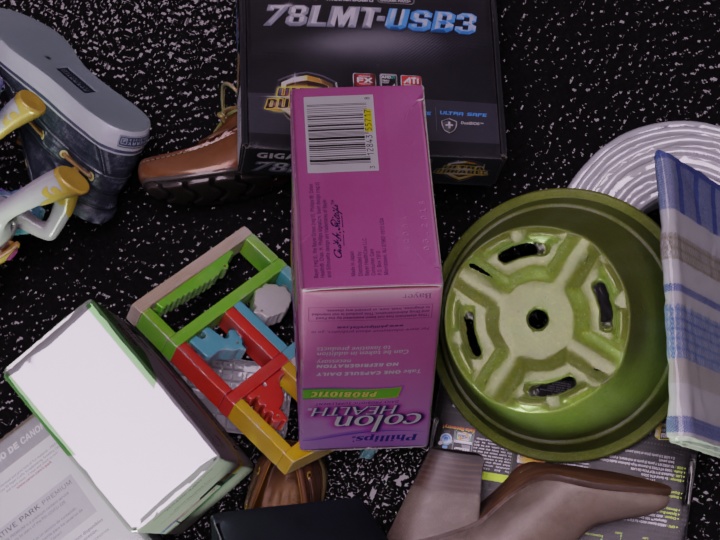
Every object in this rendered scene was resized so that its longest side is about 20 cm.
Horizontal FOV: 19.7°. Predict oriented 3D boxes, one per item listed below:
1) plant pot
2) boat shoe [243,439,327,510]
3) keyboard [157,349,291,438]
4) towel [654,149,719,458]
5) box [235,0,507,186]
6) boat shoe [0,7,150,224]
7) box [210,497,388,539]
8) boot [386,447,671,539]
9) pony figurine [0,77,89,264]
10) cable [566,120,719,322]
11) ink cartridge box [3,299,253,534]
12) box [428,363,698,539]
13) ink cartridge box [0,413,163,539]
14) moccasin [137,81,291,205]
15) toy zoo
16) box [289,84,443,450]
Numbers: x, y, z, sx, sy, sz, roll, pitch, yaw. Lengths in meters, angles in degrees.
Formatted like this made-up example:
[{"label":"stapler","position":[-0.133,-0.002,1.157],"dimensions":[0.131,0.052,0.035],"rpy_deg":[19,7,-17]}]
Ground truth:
[{"label":"plant pot","position":[0.130,0.034,1.419],"dimensions":[0.199,0.190,0.201],"rpy_deg":[-1,87,12]},{"label":"boat shoe","position":[-0.067,0.222,1.526],"dimensions":[0.072,0.068,0.201],"rpy_deg":[6,80,7]},{"label":"keyboard","position":[-0.151,0.090,1.590],"dimensions":[0.199,0.011,0.057],"rpy_deg":[7,80,7]},{"label":"towel","position":[0.232,0.028,1.430],"dimensions":[0.024,0.147,0.201],"rpy_deg":[-7,78,25]},{"label":"box","position":[0.005,-0.165,1.562],"dimensions":[0.199,0.050,0.199],"rpy_deg":[2,65,-8]},{"label":"boat shoe","position":[-0.248,-0.122,1.611],"dimensions":[0.200,0.071,0.091],"rpy_deg":[42,120,30]},{"label":"box","position":[-0.031,0.278,1.403],"dimensions":[0.117,0.197,0.201],"rpy_deg":[-5,99,-9]},{"label":"boot","position":[0.113,0.209,1.473],"dimensions":[0.199,0.070,0.147],"rpy_deg":[8,89,3]},{"label":"pony figurine","position":[-0.312,-0.057,1.555],"dimensions":[0.193,0.167,0.200],"rpy_deg":[41,121,-2]},{"label":"cable","position":[0.237,-0.011,1.540],"dimensions":[0.200,0.069,0.200],"rpy_deg":[-33,78,-1]},{"label":"ink cartridge box","position":[-0.161,0.110,1.486],"dimensions":[0.084,0.200,0.145],"rpy_deg":[-40,82,-2]},{"label":"box","position":[0.143,0.176,1.527],"dimensions":[0.199,0.048,0.194],"rpy_deg":[8,83,6]},{"label":"ink cartridge box","position":[-0.251,0.230,1.535],"dimensions":[0.200,0.084,0.176],"rpy_deg":[-37,78,-3]},{"label":"moccasin","position":[-0.075,-0.106,1.587],"dimensions":[0.201,0.074,0.078],"rpy_deg":[-20,75,1]},{"label":"toy zoo","position":[-0.060,0.067,1.543],"dimensions":[0.200,0.020,0.131],"rpy_deg":[44,49,12]},{"label":"box","position":[0.000,0.000,1.464],"dimensions":[0.096,0.200,0.177],"rpy_deg":[-2,54,-2]}]
